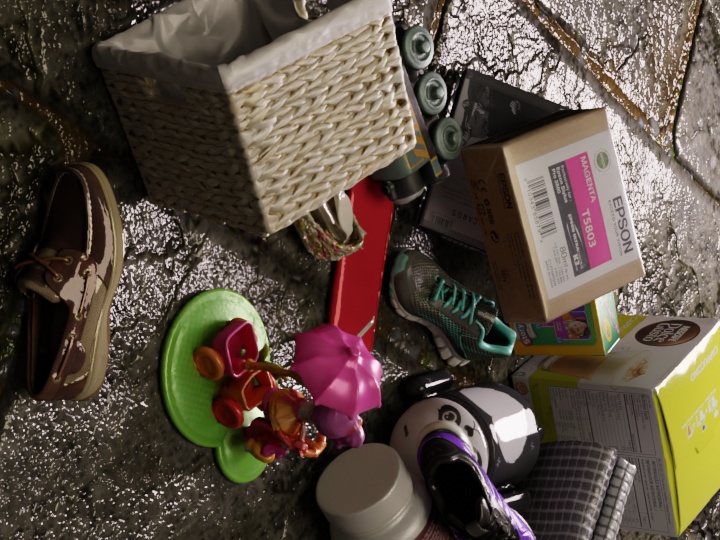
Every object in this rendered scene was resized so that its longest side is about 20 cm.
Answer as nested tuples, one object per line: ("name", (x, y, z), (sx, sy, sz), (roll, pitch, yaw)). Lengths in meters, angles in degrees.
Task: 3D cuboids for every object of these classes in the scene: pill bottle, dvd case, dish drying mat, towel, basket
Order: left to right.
("basket", (-0.087, -0.154, 1.411), (0.200, 0.198, 0.161), (-34, 123, -32))
("dish drying mat", (0.000, 0.000, 1.697), (0.077, 0.018, 0.201), (20, 76, -50))
("pill bottle", (0.037, 0.280, 1.681), (0.114, 0.114, 0.200), (-57, 133, -34))
("dvd case", (0.158, -0.113, 1.821), (0.150, 0.025, 0.201), (21, 72, -9))
("towel", (0.199, 0.279, 1.832), (0.085, 0.200, 0.166), (35, 62, -32))

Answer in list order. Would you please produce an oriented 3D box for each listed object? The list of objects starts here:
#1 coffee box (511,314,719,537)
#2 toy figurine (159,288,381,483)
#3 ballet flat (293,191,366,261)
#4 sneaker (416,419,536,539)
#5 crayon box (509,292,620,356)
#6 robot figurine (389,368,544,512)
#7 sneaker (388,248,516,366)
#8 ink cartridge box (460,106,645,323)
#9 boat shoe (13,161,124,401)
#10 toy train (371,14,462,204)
("coffee box", (0.333, 0.183, 1.994), (0.200, 0.197, 0.201), (-35, 119, -46))
("toy figurine", (-0.060, 0.117, 1.489), (0.150, 0.184, 0.201), (-41, 124, -43))
("ballet flat", (-0.050, -0.091, 1.590), (0.076, 0.064, 0.200), (-58, 133, -32))
("sneaker", (0.118, 0.253, 1.640), (0.200, 0.069, 0.100), (55, 8, -11))
("crayon box", (0.228, 0.001, 1.909), (0.058, 0.118, 0.201), (-39, 122, -54))
("robot figurine", (0.120, 0.189, 1.774), (0.200, 0.150, 0.125), (-9, 111, -52))
("sneaker", (0.106, 0.038, 1.778), (0.200, 0.091, 0.078), (43, 58, -45))
("ink cartridge box", (0.211, -0.061, 1.756), (0.164, 0.075, 0.201), (-23, 102, -33))
("boat shoe", (-0.247, 0.010, 1.335), (0.072, 0.072, 0.201), (0, 98, -54))
("toy train", (0.034, -0.168, 1.682), (0.114, 0.085, 0.201), (-40, 120, -38))
